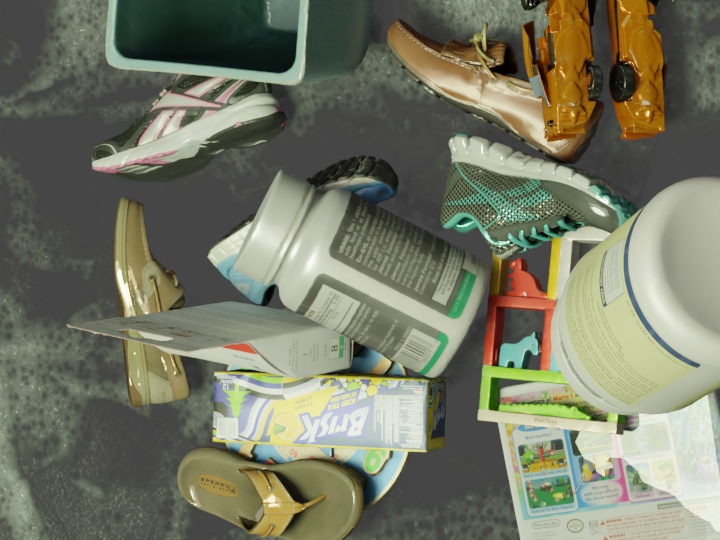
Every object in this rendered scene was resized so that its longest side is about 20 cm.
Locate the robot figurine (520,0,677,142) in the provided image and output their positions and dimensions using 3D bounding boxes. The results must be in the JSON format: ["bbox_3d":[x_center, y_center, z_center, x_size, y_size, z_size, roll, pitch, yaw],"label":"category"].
[{"bbox_3d":[0.189,-0.208,1.481,0.143,0.058,0.202,-1,82,-16],"label":"robot figurine"}]

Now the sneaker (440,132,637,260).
[{"bbox_3d":[0.145,-0.048,1.514,0.199,0.077,0.092,21,93,45],"label":"sneaker"}]

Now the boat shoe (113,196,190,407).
[{"bbox_3d":[-0.199,0.028,1.726,0.064,0.071,0.202,-6,81,-7],"label":"boat shoe"}]

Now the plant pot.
[{"bbox_3d":[-0.079,-0.264,1.564,0.195,0.200,0.198,8,98,26],"label":"plant pot"}]

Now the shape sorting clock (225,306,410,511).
[{"bbox_3d":[-0.042,0.130,1.660,0.198,0.039,0.202,2,95,27],"label":"shape sorting clock"}]

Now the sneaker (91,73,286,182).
[{"bbox_3d":[-0.161,-0.145,1.695,0.198,0.080,0.087,-17,74,19],"label":"sneaker"}]

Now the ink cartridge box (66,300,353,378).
[{"bbox_3d":[-0.129,0.066,1.572,0.160,0.199,0.051,8,103,41],"label":"ink cartridge box"}]

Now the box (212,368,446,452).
[{"bbox_3d":[-0.028,0.122,1.597,0.198,0.070,0.065,2,89,17],"label":"box"}]

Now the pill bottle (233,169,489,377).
[{"bbox_3d":[0.000,0.000,1.547,0.199,0.113,0.114,27,107,-6],"label":"pill bottle"}]

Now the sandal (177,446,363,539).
[{"bbox_3d":[-0.089,0.206,1.642,0.198,0.054,0.081,8,102,27],"label":"sandal"}]

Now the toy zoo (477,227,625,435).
[{"bbox_3d":[0.170,0.033,1.540,0.130,0.020,0.202,3,85,29],"label":"toy zoo"}]

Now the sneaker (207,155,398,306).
[{"bbox_3d":[-0.040,-0.033,1.643,0.199,0.078,0.090,-30,99,29],"label":"sneaker"}]

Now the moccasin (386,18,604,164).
[{"bbox_3d":[0.113,-0.166,1.541,0.200,0.073,0.078,31,104,22],"label":"moccasin"}]

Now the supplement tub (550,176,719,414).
[{"bbox_3d":[0.238,0.027,1.390,0.146,0.144,0.200,64,157,10],"label":"supplement tub"}]

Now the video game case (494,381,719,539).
[{"bbox_3d":[0.220,0.174,1.536,0.198,0.024,0.184,-12,87,28],"label":"video game case"}]
